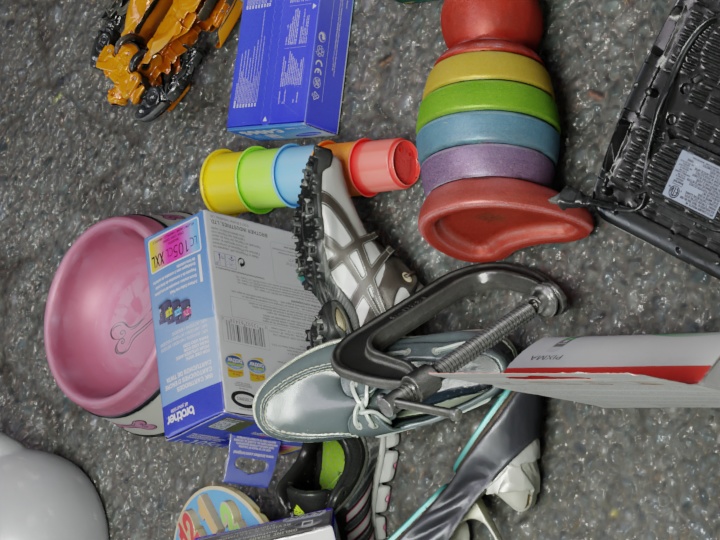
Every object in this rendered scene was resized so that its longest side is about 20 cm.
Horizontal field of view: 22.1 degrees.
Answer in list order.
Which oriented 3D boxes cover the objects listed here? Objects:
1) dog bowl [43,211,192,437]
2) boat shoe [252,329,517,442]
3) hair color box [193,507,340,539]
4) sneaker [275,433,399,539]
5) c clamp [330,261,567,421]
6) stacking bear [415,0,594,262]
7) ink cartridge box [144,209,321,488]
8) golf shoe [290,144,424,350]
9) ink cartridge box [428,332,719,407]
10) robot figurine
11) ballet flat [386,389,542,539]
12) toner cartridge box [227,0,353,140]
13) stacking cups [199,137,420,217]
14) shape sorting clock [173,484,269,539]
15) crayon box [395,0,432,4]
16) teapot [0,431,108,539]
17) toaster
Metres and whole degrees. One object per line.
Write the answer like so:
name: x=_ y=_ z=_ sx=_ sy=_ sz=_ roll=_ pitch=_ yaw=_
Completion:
dog bowl: x=-0.196 y=0.041 z=1.595 sx=0.200 sy=0.074 sz=0.201 roll=-11 pitch=73 yaw=40
boat shoe: x=0.016 y=0.084 z=1.327 sx=0.199 sy=0.062 sz=0.073 roll=-11 pitch=95 yaw=5
hair color box: x=-0.049 y=0.284 z=1.331 sx=0.109 sy=0.065 sz=0.201 roll=-12 pitch=97 yaw=2
sneaker: x=-0.025 y=0.192 z=1.391 sx=0.074 sy=0.087 sz=0.201 roll=1 pitch=81 yaw=42
c clamp: x=0.070 y=0.048 z=1.288 sx=0.170 sy=0.200 sz=0.027 roll=6 pitch=122 yaw=46
stacking bear: x=0.096 y=-0.123 z=1.347 sx=0.121 sy=0.114 sz=0.201 roll=-15 pitch=66 yaw=39
ink cartridge box: x=-0.089 y=0.066 z=1.447 sx=0.076 sy=0.136 sz=0.201 roll=-27 pitch=63 yaw=37
golf shoe: x=0.000 y=0.000 z=1.421 sx=0.078 sy=0.094 sz=0.201 roll=130 pitch=133 yaw=-73
ink cartridge box: x=0.166 y=0.057 z=1.171 sx=0.161 sy=0.200 sz=0.050 roll=-4 pitch=77 yaw=41
robot figurine: x=-0.164 y=-0.227 z=1.640 sx=0.200 sy=0.058 sz=0.145 roll=-56 pitch=49 yaw=16
ballet flat: x=0.085 y=0.163 z=1.319 sx=0.200 sy=0.073 sz=0.073 roll=-52 pitch=50 yaw=12
toner cartridge box: x=-0.054 y=-0.212 z=1.546 sx=0.095 sy=0.043 sz=0.201 roll=0 pitch=80 yaw=44
stacking cups: x=-0.041 y=-0.074 z=1.493 sx=0.199 sy=0.060 sz=0.061 roll=0 pitch=80 yaw=40
shape sorting clock: x=-0.100 y=0.268 z=1.444 sx=0.200 sy=0.039 sz=0.201 roll=13 pitch=105 yaw=58
crayon box: x=0.072 y=-0.254 z=1.387 sx=0.199 sy=0.119 sz=0.059 roll=-1 pitch=79 yaw=43
teapot: x=-0.328 y=0.249 z=1.617 sx=0.200 sy=0.146 sz=0.198 roll=47 pitch=112 yaw=38
toaster: x=0.257 y=-0.080 z=1.176 sx=0.200 sy=0.118 sz=0.181 roll=31 pitch=100 yaw=42
